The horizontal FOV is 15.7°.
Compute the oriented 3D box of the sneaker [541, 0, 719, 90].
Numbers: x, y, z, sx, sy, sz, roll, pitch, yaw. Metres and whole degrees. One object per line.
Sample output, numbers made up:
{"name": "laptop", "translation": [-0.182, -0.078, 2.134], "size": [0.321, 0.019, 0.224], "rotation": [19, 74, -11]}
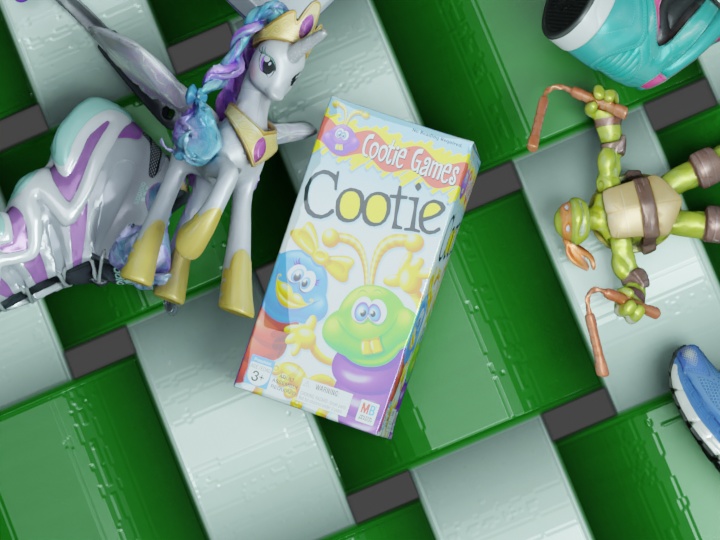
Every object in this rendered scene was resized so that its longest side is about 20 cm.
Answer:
{"name": "sneaker", "translation": [0.203, -0.199, 1.751], "size": [0.121, 0.083, 0.201], "rotation": [38, 57, -23]}

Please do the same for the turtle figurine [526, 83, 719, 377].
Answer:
{"name": "turtle figurine", "translation": [0.197, -0.032, 1.743], "size": [0.160, 0.064, 0.201], "rotation": [-8, 76, -3]}

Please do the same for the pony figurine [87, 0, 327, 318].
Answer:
{"name": "pony figurine", "translation": [-0.095, -0.079, 1.686], "size": [0.166, 0.193, 0.201], "rotation": [22, 83, -29]}

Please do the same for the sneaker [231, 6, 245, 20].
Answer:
{"name": "sneaker", "translation": [-0.124, -0.242, 1.799], "size": [0.088, 0.075, 0.201], "rotation": [-36, 81, 19]}

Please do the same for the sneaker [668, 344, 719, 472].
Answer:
{"name": "sneaker", "translation": [0.283, 0.116, 1.706], "size": [0.089, 0.079, 0.200], "rotation": [-45, 71, -1]}

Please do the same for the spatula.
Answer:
{"name": "spatula", "translation": [-0.189, -0.173, 1.812], "size": [0.057, 0.021, 0.200], "rotation": [-45, 85, 13]}

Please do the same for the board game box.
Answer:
{"name": "board game box", "translation": [0.000, 0.000, 1.738], "size": [0.104, 0.103, 0.201], "rotation": [18, 87, 6]}

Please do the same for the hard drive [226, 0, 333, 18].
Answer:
{"name": "hard drive", "translation": [-0.035, -0.258, 1.758], "size": [0.132, 0.025, 0.200], "rotation": [43, 65, 1]}

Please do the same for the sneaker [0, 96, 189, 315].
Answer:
{"name": "sneaker", "translation": [-0.187, -0.003, 1.769], "size": [0.140, 0.078, 0.200], "rotation": [37, 89, 8]}
